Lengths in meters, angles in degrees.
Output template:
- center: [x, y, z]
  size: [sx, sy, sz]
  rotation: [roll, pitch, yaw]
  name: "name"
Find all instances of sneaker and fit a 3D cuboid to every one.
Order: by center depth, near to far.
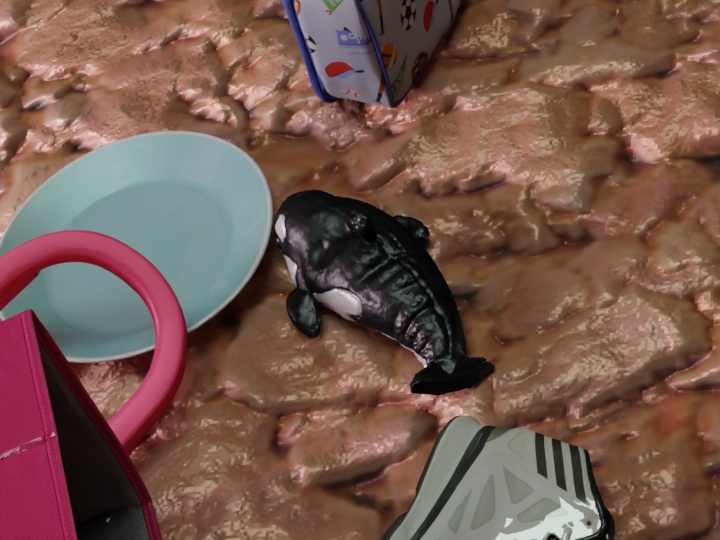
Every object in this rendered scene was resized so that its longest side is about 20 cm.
- center: [0.074, 0.164, 1.194]
  size: [0.115, 0.076, 0.201]
  rotation: [5, 50, 27]
  name: "sneaker"

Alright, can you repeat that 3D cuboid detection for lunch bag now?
- center: [0.014, -0.223, 1.502]
  size: [0.075, 0.161, 0.201]
  rotation: [6, 53, 25]
  name: "lunch bag"

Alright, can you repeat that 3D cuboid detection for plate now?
- center: [-0.149, -0.013, 1.473]
  size: [0.199, 0.026, 0.201]
  rotation: [-11, 48, 12]
  name: "plate"

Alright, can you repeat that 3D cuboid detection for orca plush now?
- center: [0.000, 0.000, 1.371]
  size: [0.105, 0.071, 0.201]
  rotation: [-25, 46, -2]
  name: "orca plush"

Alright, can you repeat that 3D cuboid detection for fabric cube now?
- center: [-0.219, 0.180, 1.211]
  size: [0.198, 0.197, 0.201]
  rotation: [-22, 47, 3]
  name: "fabric cube"

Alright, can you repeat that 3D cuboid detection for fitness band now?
- center: [-0.198, 0.068, 1.370]
  size: [0.143, 0.037, 0.200]
  rotation: [41, 76, 9]
  name: "fitness band"
